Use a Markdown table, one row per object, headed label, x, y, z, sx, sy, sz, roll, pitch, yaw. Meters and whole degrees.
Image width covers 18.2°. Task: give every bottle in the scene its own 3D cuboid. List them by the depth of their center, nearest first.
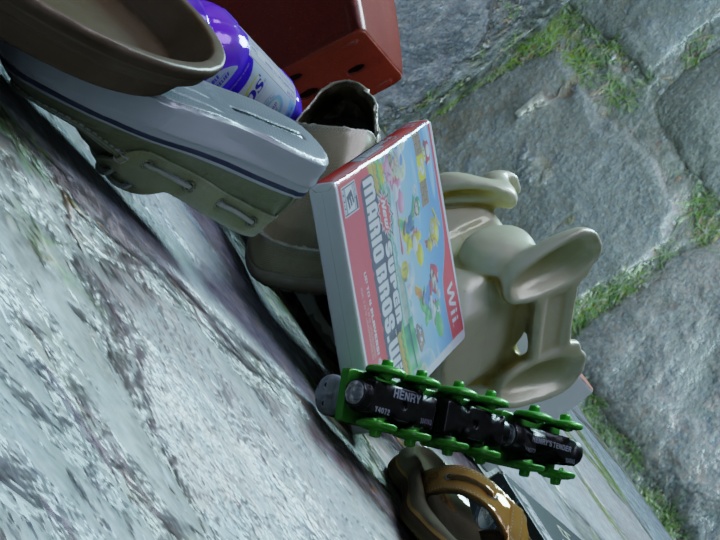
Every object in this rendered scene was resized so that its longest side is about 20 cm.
| label | x | y | z | sx | sy | sz | roll | pitch | yaw |
| --- | --- | --- | --- | --- | --- | --- | --- | --- | --- |
| bottle | -0.102 | -0.120 | 1.353 | 0.065 | 0.083 | 0.200 | 48 | 2 | 26 |

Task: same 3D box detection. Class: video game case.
| label | x | y | z | sx | sy | sz | roll | pitch | yaw |
| --- | --- | --- | --- | --- | --- | --- | --- | --- | --- |
| video game case | 0.019 | -0.001 | 1.324 | 0.200 | 0.017 | 0.144 | -40 | 122 | -68 |

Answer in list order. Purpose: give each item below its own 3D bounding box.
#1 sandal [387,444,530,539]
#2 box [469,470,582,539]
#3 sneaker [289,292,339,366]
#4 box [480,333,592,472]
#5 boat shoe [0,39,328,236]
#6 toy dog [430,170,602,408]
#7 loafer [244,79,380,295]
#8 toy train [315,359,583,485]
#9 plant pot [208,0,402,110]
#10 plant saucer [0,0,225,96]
| label | x | y | z | sx | sy | sz | roll | pitch | yaw |
| --- | --- | --- | --- | --- | --- | --- | --- | --- | --- |
| sandal | 0.061 | 0.136 | 1.215 | 0.080 | 0.054 | 0.200 | 51 | 5 | -18 |
| box | 0.148 | 0.231 | 1.358 | 0.160 | 0.043 | 0.200 | 43 | 10 | -42 |
| sneaker | 0.000 | 0.000 | 1.421 | 0.200 | 0.087 | 0.076 | 56 | 6 | 33 |
| box | 0.063 | 0.028 | 1.709 | 0.200 | 0.106 | 0.152 | 55 | 6 | 33 |
| boat shoe | -0.099 | -0.064 | 1.093 | 0.199 | 0.062 | 0.072 | 23 | 19 | -41 |
| toy dog | 0.042 | 0.003 | 1.545 | 0.200 | 0.193 | 0.140 | 43 | -29 | 41 |
| loafer | -0.027 | -0.054 | 1.359 | 0.200 | 0.075 | 0.069 | -81 | 175 | -59 |
| toy train | 0.051 | 0.084 | 1.246 | 0.056 | 0.042 | 0.199 | 3 | -11 | 43 |
| plant pot | -0.074 | -0.210 | 1.752 | 0.177 | 0.199 | 0.200 | 67 | 9 | 17 |
| plant saucer | -0.152 | -0.139 | 1.031 | 0.199 | 0.030 | 0.200 | 32 | 16 | -10 |
